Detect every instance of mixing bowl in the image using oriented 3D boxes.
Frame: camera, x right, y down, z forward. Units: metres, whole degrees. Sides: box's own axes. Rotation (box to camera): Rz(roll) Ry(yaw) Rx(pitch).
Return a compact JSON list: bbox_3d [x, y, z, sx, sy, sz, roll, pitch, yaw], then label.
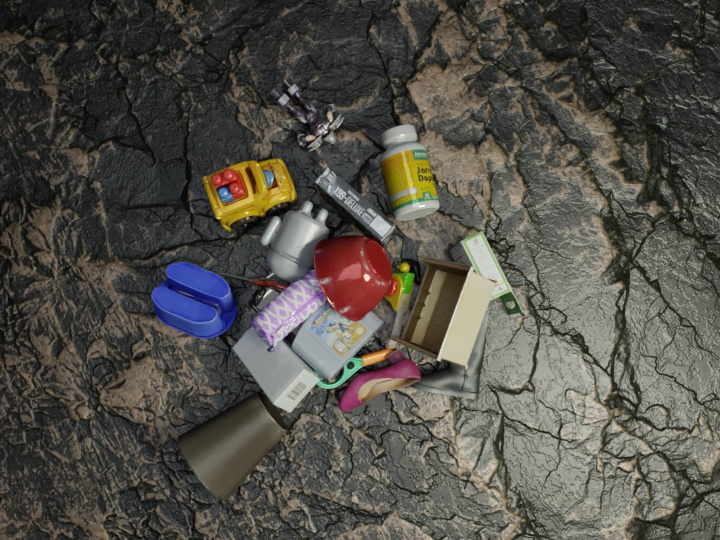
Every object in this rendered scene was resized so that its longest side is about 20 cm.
[{"bbox_3d":[0.000,0.000,1.315,0.108,0.200,0.202,-26,83,28],"label":"mixing bowl"}]

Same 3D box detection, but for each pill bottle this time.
[{"bbox_3d":[0.109,-0.227,1.389,0.112,0.113,0.202,-13,83,1],"label":"pill bottle"}]

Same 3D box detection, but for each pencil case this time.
[{"bbox_3d":[-0.148,0.082,1.309,0.200,0.085,0.084,-43,110,-21],"label":"pencil case"}]

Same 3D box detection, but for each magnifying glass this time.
[{"bbox_3d":[-0.017,0.214,1.364,0.198,0.022,0.080,-14,105,-21],"label":"magnifying glass"}]

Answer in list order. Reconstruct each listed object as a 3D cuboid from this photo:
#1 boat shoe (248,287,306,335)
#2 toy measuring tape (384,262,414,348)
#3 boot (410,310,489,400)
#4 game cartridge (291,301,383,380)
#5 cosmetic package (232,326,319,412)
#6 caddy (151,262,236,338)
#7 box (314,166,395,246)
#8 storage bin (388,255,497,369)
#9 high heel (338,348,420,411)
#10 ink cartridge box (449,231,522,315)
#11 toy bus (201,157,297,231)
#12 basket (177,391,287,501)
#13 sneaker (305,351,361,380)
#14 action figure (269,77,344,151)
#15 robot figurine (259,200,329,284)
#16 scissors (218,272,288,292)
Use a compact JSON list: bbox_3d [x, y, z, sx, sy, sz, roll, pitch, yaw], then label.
[{"bbox_3d":[-0.170,0.102,1.397,0.199,0.093,0.075,38,74,-22],"label":"boat shoe"},{"bbox_3d":[0.076,0.078,1.390,0.073,0.074,0.202,13,96,4],"label":"toy measuring tape"},{"bbox_3d":[0.206,0.181,1.368,0.163,0.066,0.202,9,87,-4],"label":"boot"},{"bbox_3d":[-0.055,0.137,1.347,0.133,0.042,0.200,41,56,8],"label":"game cartridge"},{"bbox_3d":[-0.191,0.208,1.334,0.102,0.071,0.200,-46,51,-1],"label":"cosmetic package"},{"bbox_3d":[-0.387,0.072,1.390,0.198,0.105,0.142,22,64,5],"label":"caddy"},{"bbox_3d":[-0.009,-0.136,1.364,0.200,0.158,0.050,42,88,6],"label":"box"},{"bbox_3d":[0.173,0.085,1.301,0.093,0.198,0.202,22,87,-32],"label":"storage bin"},{"bbox_3d":[0.041,0.267,1.345,0.200,0.067,0.096,-43,41,2],"label":"high heel"},{"bbox_3d":[0.283,0.021,1.359,0.059,0.104,0.201,-26,84,-9],"label":"ink cartridge box"},{"bbox_3d":[-0.260,-0.192,1.365,0.198,0.192,0.137,-21,82,-1],"label":"toy bus"},{"bbox_3d":[-0.276,0.379,1.342,0.200,0.136,0.181,-39,88,-5],"label":"basket"},{"bbox_3d":[-0.090,0.235,1.376,0.087,0.074,0.200,44,87,1],"label":"sneaker"},{"bbox_3d":[-0.124,-0.373,1.440,0.130,0.069,0.200,-44,88,-9],"label":"action figure"},{"bbox_3d":[-0.145,-0.059,1.384,0.168,0.113,0.202,25,86,-8],"label":"robot figurine"},{"bbox_3d":[-0.249,0.025,1.403,0.198,0.073,0.014,19,73,6],"label":"scissors"}]
